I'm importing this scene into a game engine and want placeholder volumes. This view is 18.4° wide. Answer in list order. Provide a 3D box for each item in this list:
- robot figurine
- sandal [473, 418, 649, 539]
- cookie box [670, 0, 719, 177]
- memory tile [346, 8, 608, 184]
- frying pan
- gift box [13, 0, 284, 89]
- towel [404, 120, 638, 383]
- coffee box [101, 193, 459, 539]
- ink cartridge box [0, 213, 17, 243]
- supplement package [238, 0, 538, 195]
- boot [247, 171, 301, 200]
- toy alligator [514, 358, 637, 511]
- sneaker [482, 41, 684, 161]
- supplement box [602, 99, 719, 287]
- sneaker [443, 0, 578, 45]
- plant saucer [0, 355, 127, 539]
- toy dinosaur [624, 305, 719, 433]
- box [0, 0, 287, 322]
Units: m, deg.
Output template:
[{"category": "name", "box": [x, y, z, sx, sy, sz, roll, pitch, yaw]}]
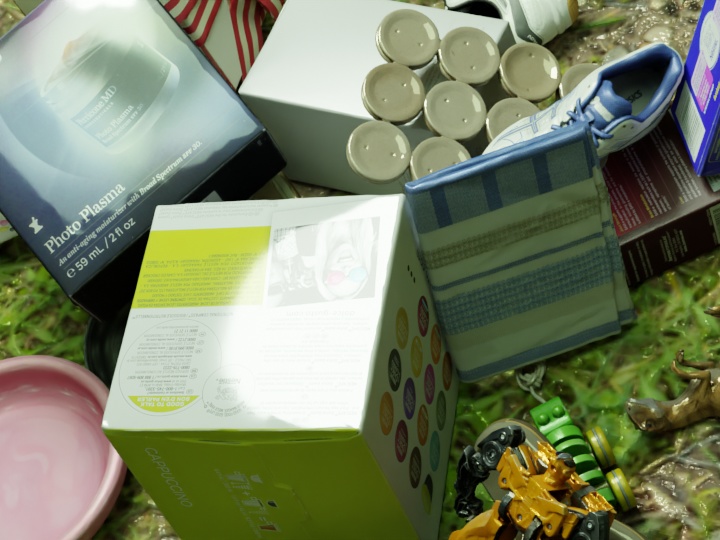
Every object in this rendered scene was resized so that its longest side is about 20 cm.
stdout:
[{"category": "robot figurine", "box": [0.104, 0.205, 1.516, 0.145, 0.058, 0.201, 45, 121, 36]}, {"category": "sandal", "box": [0.142, 0.189, 1.550, 0.200, 0.054, 0.080, 49, 120, 17]}, {"category": "cookie box", "box": [0.347, -0.158, 1.639, 0.198, 0.172, 0.076, -6, 54, -12]}, {"category": "memory tile", "box": [0.095, -0.113, 1.697, 0.198, 0.017, 0.155, 16, 66, -5]}, {"category": "frying pan", "box": [-0.187, 0.031, 1.791, 0.115, 0.031, 0.191, -37, 74, 11]}, {"category": "gift box", "box": [-0.175, -0.247, 1.929, 0.185, 0.185, 0.202, -2, 60, 30]}, {"category": "towel", "box": [0.119, -0.011, 1.632, 0.146, 0.201, 0.024, -20, 40, -2]}, {"category": "coffee box", "box": [-0.049, 0.083, 1.636, 0.198, 0.200, 0.199, -1, 56, 19]}, {"category": "ink cartridge box", "box": [-0.278, -0.106, 1.875, 0.199, 0.117, 0.068, -24, 28, 16]}, {"category": "supplement package", "box": [0.024, -0.138, 1.810, 0.198, 0.122, 0.120, 13, 62, 26]}, {"category": "boot", "box": [-0.127, -0.033, 1.826, 0.154, 0.072, 0.200, -39, 48, -8]}, {"category": "toy alligator", "box": [0.149, 0.127, 1.625, 0.059, 0.054, 0.201, -25, 52, 2]}, {"category": "sneaker", "box": [0.159, -0.106, 1.651, 0.200, 0.088, 0.075, -41, 83, -22]}, {"category": "supplement box", "box": [0.195, -0.045, 1.722, 0.199, 0.061, 0.109, -24, 53, 2]}, {"category": "sneaker", "box": [0.090, -0.249, 1.891, 0.088, 0.076, 0.200, -43, 53, -12]}, {"category": "plant saucer", "box": [-0.271, 0.164, 1.757, 0.199, 0.051, 0.202, -10, 54, 14]}, {"category": "toy dinosaur", "box": [0.293, 0.078, 1.617, 0.198, 0.060, 0.107, -9, 78, 21]}, {"category": "box", "box": [-0.199, -0.104, 1.733, 0.200, 0.123, 0.199, -41, 77, -2]}]
